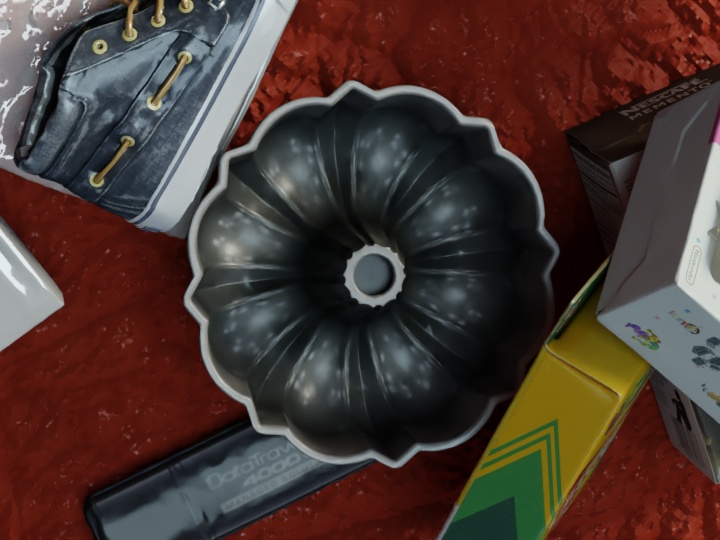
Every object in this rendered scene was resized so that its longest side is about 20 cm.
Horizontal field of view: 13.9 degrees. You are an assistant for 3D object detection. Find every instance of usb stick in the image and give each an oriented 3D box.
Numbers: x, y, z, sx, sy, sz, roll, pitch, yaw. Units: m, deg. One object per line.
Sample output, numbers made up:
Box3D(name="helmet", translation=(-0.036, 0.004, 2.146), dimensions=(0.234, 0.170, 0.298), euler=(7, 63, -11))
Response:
Box3D(name="usb stick", translation=(-0.056, 0.107, 1.614), dimensions=(0.199, 0.033, 0.056), euler=(-26, 99, -6))

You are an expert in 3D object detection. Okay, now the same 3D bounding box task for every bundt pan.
Box3D(name="bundt pan", translation=(0.000, 0.000, 1.563), dimensions=(0.201, 0.076, 0.203), euler=(-1, 94, -11))

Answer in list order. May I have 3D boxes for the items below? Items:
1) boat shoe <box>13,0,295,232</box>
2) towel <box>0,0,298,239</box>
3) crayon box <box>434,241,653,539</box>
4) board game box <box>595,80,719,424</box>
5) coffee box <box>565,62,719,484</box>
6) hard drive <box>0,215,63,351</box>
Box3D(name="boat shoe", translation=(-0.098, -0.122, 1.488), dimensions=(0.091, 0.071, 0.201), euler=(22, 99, -23))
Box3D(name="towel", translation=(-0.135, -0.137, 1.530), dimensions=(0.190, 0.032, 0.201), euler=(24, 97, -18))
Box3D(name="crayon box", translation=(0.113, 0.068, 1.551), dimensions=(0.051, 0.127, 0.200), euler=(32, 130, 9))
Box3D(name="board game box", translation=(0.224, 0.019, 1.516), dimensions=(0.200, 0.064, 0.148), euler=(39, 49, -23))
Box3D(name="coffee box", translation=(0.203, -0.002, 1.624), dimensions=(0.113, 0.080, 0.201), euler=(-23, 109, -8))
Box3D(name="hard drive", translation=(-0.272, 0.025, 1.526), dimensions=(0.200, 0.026, 0.132), euler=(-36, 111, 6))
